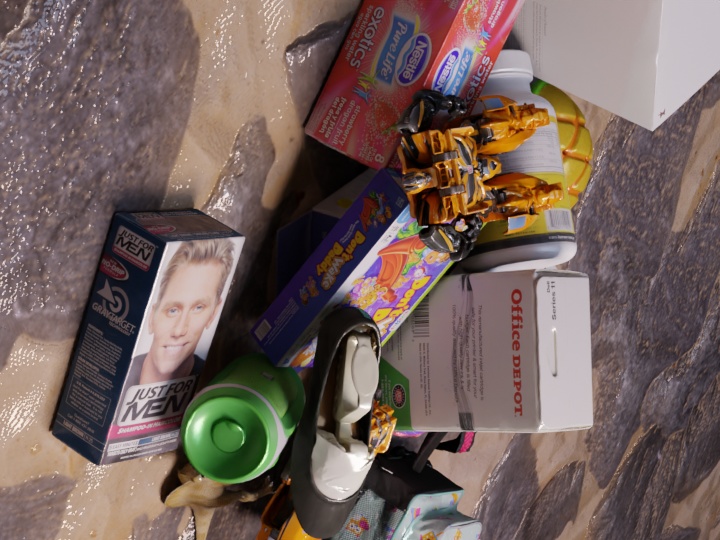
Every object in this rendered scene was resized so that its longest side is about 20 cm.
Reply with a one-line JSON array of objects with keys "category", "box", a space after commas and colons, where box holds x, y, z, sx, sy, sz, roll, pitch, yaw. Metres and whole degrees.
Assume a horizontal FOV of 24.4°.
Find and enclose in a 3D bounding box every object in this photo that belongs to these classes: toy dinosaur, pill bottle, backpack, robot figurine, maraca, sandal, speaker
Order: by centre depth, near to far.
[{"category": "robot figurine", "box": [0.100, -0.088, 1.414, 0.200, 0.058, 0.145, -16, 94, -56]}, {"category": "speaker", "box": [-0.098, 0.124, 1.429, 0.200, 0.088, 0.089, -51, 165, -82]}, {"category": "robot figurine", "box": [-0.032, 0.193, 1.521, 0.200, 0.058, 0.145, -62, 165, 13]}, {"category": "toy dinosaur", "box": [-0.136, 0.202, 1.554, 0.101, 0.058, 0.200, -24, 154, -15]}, {"category": "pill bottle", "box": [0.135, -0.100, 1.570, 0.112, 0.112, 0.200, 4, 75, -58]}, {"category": "maraca", "box": [0.184, -0.099, 1.707, 0.137, 0.107, 0.200, -46, 137, -51]}, {"category": "sandal", "box": [0.115, 0.148, 1.724, 0.200, 0.045, 0.075, -54, -177, 30]}, {"category": "backpack", "box": [0.025, 0.310, 1.787, 0.200, 0.153, 0.176, -56, 161, 10]}]

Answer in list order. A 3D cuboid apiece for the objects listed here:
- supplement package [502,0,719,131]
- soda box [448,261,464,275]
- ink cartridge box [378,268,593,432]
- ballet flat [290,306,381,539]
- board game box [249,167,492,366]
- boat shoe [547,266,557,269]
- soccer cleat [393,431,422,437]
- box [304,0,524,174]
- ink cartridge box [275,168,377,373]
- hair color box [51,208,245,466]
[{"category": "supplement package", "box": [0.237, -0.276, 1.557, 0.147, 0.200, 0.191, -41, 145, -31]}, {"category": "soda box", "box": [0.124, 0.030, 1.729, 0.200, 0.068, 0.064, -48, 155, -51]}, {"category": "ink cartridge box", "box": [0.113, 0.076, 1.534, 0.083, 0.200, 0.147, 1, 87, -44]}, {"category": "ballet flat", "box": [-0.018, 0.129, 1.406, 0.068, 0.068, 0.200, 7, 86, -25]}, {"category": "board game box", "box": [0.011, 0.002, 1.477, 0.134, 0.045, 0.200, 4, 131, -53]}, {"category": "boat shoe", "box": [0.136, -0.014, 1.658, 0.068, 0.074, 0.200, -35, 98, -42]}, {"category": "soccer cleat", "box": [0.052, 0.148, 1.716, 0.073, 0.068, 0.200, -65, 178, 11]}, {"category": "box", "box": [0.049, -0.182, 1.454, 0.100, 0.095, 0.200, 15, 102, -59]}, {"category": "ink cartridge box", "box": [0.000, 0.000, 1.588, 0.200, 0.047, 0.198, -39, 145, -38]}, {"category": "hair color box", "box": [-0.173, 0.053, 1.352, 0.100, 0.060, 0.200, -7, 120, -55]}]
